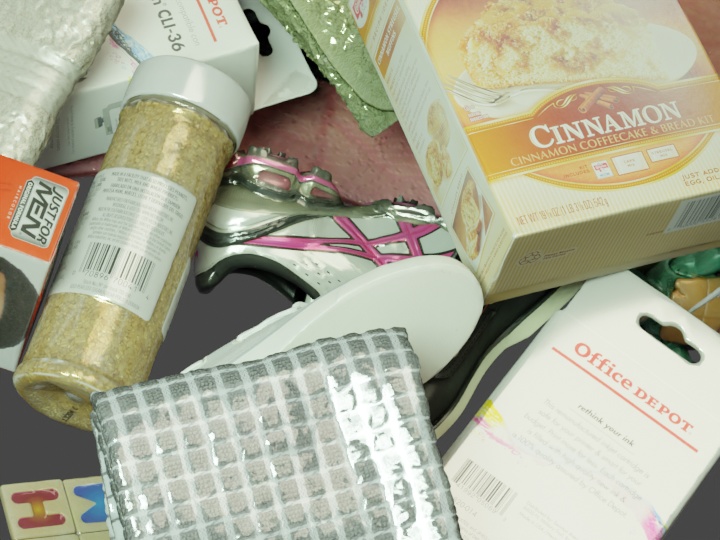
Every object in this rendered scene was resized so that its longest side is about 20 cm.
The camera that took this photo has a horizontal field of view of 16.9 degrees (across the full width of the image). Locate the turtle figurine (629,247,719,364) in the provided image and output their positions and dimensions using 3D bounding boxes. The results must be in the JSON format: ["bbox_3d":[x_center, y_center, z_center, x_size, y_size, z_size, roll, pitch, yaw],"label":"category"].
[{"bbox_3d":[0.206,0.026,1.374,0.200,0.150,0.101,0,37,-22],"label":"turtle figurine"}]

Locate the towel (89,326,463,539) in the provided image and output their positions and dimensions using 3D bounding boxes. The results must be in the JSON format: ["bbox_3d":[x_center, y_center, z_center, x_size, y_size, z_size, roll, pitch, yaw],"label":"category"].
[{"bbox_3d":[-0.031,0.138,1.157,0.166,0.086,0.200,-13,78,-13],"label":"towel"}]

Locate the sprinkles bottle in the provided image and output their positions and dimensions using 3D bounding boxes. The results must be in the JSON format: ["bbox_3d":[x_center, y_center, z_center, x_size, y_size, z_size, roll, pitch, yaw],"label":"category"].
[{"bbox_3d":[-0.119,-0.016,1.279,0.068,0.068,0.200,21,64,-4],"label":"sprinkles bottle"}]

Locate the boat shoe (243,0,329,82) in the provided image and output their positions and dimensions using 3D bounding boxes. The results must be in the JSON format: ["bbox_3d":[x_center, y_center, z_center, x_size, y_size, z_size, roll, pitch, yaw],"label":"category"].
[{"bbox_3d":[0.015,-0.127,1.462,0.199,0.075,0.066,27,50,2],"label":"boat shoe"}]

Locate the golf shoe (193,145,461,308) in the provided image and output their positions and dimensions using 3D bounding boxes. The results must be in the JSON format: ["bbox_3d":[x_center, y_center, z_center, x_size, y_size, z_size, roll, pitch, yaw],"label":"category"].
[{"bbox_3d":[0.000,0.000,1.365,0.200,0.073,0.092,17,77,-11],"label":"golf shoe"}]

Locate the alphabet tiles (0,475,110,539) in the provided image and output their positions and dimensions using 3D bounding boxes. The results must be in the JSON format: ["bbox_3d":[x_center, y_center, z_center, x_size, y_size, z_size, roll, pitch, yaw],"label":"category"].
[{"bbox_3d":[-0.099,0.171,1.215,0.200,0.006,0.166,-4,54,-24],"label":"alphabet tiles"}]

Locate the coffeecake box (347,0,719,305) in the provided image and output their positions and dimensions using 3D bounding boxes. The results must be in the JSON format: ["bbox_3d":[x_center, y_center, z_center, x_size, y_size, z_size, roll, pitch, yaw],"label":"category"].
[{"bbox_3d":[0.103,-0.098,1.296,0.153,0.073,0.200,-13,63,-21],"label":"coffeecake box"}]

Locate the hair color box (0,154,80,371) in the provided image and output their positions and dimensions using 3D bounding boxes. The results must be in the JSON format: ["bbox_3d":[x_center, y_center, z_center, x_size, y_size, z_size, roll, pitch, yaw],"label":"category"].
[{"bbox_3d":[-0.256,-0.029,1.254,0.200,0.102,0.061,19,49,-6],"label":"hair color box"}]

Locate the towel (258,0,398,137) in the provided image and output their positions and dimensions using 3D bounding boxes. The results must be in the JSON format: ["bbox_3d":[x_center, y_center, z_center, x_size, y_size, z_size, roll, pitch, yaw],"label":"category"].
[{"bbox_3d":[-0.001,-0.193,1.404,0.148,0.036,0.200,-42,98,-22],"label":"towel"}]

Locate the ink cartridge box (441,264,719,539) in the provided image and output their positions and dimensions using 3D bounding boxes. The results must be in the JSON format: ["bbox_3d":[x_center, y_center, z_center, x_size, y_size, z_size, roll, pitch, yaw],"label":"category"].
[{"bbox_3d":[0.113,0.105,1.275,0.117,0.067,0.200,36,68,9],"label":"ink cartridge box"}]

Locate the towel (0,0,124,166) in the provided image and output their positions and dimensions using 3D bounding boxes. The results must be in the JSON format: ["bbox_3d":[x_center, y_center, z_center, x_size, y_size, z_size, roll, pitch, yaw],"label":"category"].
[{"bbox_3d":[-0.236,-0.129,1.320,0.200,0.034,0.133,19,72,25],"label":"towel"}]

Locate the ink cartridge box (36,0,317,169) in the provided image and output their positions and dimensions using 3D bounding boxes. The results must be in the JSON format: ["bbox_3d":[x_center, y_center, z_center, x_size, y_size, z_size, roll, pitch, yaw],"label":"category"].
[{"bbox_3d":[-0.133,-0.137,1.387,0.200,0.068,0.116,-16,58,-16],"label":"ink cartridge box"}]

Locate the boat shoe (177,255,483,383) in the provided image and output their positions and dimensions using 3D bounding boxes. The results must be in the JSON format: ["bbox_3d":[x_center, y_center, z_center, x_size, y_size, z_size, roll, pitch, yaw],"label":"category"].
[{"bbox_3d":[-0.031,0.048,1.253,0.072,0.200,0.069,51,4,-30],"label":"boat shoe"}]

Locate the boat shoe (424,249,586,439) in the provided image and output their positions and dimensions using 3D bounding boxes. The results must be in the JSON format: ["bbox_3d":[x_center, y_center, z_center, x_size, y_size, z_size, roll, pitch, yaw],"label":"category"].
[{"bbox_3d":[0.039,0.040,1.302,0.201,0.074,0.063,-47,110,-17],"label":"boat shoe"}]
